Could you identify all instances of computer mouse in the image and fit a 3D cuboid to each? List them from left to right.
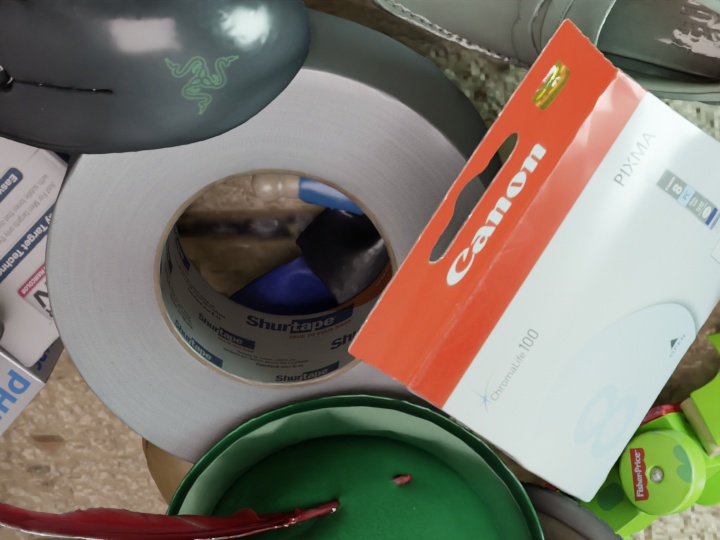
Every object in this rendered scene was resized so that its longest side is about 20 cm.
[{"bbox_3d":[-0.118,-0.079,1.132,0.199,0.053,0.139,-5,127,16],"label":"computer mouse"}]

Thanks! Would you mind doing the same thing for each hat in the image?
[{"bbox_3d":[-0.029,0.139,1.163,0.199,0.176,0.167,-11,89,9],"label":"hat"}]

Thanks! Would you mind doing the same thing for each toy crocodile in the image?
[{"bbox_3d":[0.118,0.105,1.341,0.200,0.067,0.062,-42,70,28],"label":"toy crocodile"}]

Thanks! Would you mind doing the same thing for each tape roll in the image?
[{"bbox_3d":[-0.034,-0.010,1.250,0.199,0.066,0.201,1,117,2],"label":"tape roll"}]

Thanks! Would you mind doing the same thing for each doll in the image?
[{"bbox_3d":[0.000,0.000,1.317,0.136,0.049,0.200,43,118,-14],"label":"doll"}]

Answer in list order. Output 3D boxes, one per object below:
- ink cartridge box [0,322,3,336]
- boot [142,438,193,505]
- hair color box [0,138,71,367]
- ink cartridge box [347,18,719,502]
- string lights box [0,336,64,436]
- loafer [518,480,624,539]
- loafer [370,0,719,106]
[{"bbox_3d":[-0.284,0.055,1.311,0.160,0.047,0.200,37,108,-10],"label":"ink cartridge box"},{"bbox_3d":[-0.055,0.170,1.332,0.066,0.200,0.175,-35,107,27],"label":"boot"},{"bbox_3d":[-0.191,-0.061,1.316,0.200,0.061,0.100,41,118,-11],"label":"hair color box"},{"bbox_3d":[0.090,0.001,1.193,0.047,0.200,0.160,34,90,28],"label":"ink cartridge box"},{"bbox_3d":[-0.248,0.013,1.368,0.200,0.059,0.103,37,119,-10],"label":"string lights box"},{"bbox_3d":[0.046,0.134,1.295,0.199,0.071,0.073,14,153,38],"label":"loafer"},{"bbox_3d":[0.097,-0.113,1.224,0.199,0.070,0.070,9,119,7],"label":"loafer"}]
